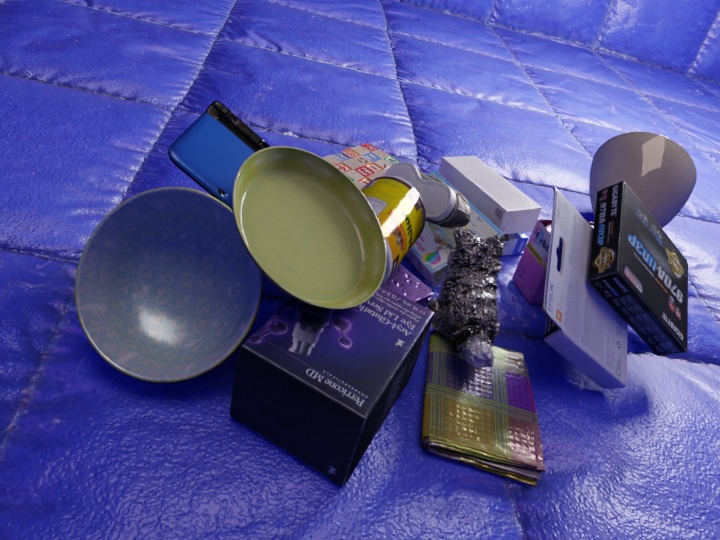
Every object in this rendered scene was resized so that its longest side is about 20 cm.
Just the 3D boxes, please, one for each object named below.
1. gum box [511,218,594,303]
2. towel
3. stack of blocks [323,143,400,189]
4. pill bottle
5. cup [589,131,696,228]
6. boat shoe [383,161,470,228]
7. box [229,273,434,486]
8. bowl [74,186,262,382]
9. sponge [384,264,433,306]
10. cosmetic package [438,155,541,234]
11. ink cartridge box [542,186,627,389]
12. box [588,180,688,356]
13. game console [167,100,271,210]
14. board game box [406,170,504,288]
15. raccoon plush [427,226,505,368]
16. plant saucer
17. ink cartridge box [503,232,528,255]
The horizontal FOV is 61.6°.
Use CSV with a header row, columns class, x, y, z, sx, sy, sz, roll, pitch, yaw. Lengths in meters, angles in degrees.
class,x,y,z,sx,sy,sz,roll,pitch,yaw
gum box,0.356,-0.012,0.962,0.195,0.116,0.067,1,36,-21
towel,0.143,0.156,0.728,0.140,0.023,0.202,15,34,-1
stack of blocks,-0.009,-0.155,1.057,0.114,0.060,0.198,34,38,24
pill bottle,0.011,-0.043,0.816,0.107,0.111,0.200,24,38,13
cup,0.529,-0.142,1.172,0.197,0.202,0.145,26,59,14
boat shoe,0.098,-0.116,0.945,0.059,0.073,0.201,25,9,-34
box,-0.026,0.101,0.661,0.145,0.106,0.200,26,35,13
bowl,-0.201,0.020,0.677,0.195,0.206,0.108,16,-8,0
sponge,0.000,0.000,0.875,0.110,0.030,0.199,-22,51,-40
cosmetic package,0.222,-0.136,1.066,0.081,0.052,0.201,-8,38,-25
ink cartridge box,0.294,0.025,0.811,0.199,0.040,0.203,38,53,-28
box,0.398,-0.001,0.856,0.199,0.045,0.162,40,53,-26
game console,-0.141,-0.096,0.755,0.199,0.170,0.120,40,68,-14
board game box,0.118,-0.073,0.970,0.132,0.035,0.201,-26,47,-12
raccoon plush,0.159,0.027,0.770,0.094,0.138,0.200,10,13,-16
plant saucer,-0.057,-0.044,0.667,0.197,0.031,0.204,23,49,-28
ink cartridge box,0.204,-0.073,1.052,0.195,0.043,0.120,-3,40,-28
